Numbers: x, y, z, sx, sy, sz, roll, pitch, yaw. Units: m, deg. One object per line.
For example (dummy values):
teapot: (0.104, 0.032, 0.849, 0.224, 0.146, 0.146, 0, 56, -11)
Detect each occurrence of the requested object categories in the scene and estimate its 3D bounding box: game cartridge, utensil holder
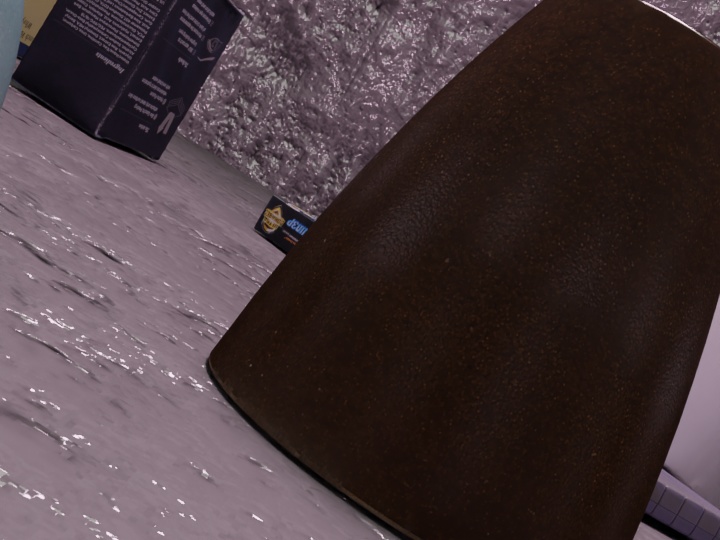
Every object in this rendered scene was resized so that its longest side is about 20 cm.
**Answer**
game cartridge: (0.212, 0.161, 0.927, 0.128, 0.039, 0.200, 26, 5, -23)
utensil holder: (0.331, 0.109, 1.070, 0.170, 0.200, 0.170, 43, -5, 4)

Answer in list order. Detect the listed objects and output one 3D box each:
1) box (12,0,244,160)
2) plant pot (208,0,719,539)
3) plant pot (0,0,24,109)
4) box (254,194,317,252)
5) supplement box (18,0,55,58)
box: (-0.241, -0.242, 1.227, 0.117, 0.202, 0.197, 32, 2, 8)
plant pot: (0.068, -0.003, 0.459, 0.185, 0.202, 0.187, 31, 3, -2)
plant pot: (-0.200, -0.129, 0.403, 0.199, 0.135, 0.200, 31, 3, -2)
box: (0.000, 0.000, 1.251, 0.199, 0.046, 0.159, 29, 4, -41)
supplement box: (-0.495, -0.428, 1.699, 0.133, 0.201, 0.200, 32, 3, 20)
